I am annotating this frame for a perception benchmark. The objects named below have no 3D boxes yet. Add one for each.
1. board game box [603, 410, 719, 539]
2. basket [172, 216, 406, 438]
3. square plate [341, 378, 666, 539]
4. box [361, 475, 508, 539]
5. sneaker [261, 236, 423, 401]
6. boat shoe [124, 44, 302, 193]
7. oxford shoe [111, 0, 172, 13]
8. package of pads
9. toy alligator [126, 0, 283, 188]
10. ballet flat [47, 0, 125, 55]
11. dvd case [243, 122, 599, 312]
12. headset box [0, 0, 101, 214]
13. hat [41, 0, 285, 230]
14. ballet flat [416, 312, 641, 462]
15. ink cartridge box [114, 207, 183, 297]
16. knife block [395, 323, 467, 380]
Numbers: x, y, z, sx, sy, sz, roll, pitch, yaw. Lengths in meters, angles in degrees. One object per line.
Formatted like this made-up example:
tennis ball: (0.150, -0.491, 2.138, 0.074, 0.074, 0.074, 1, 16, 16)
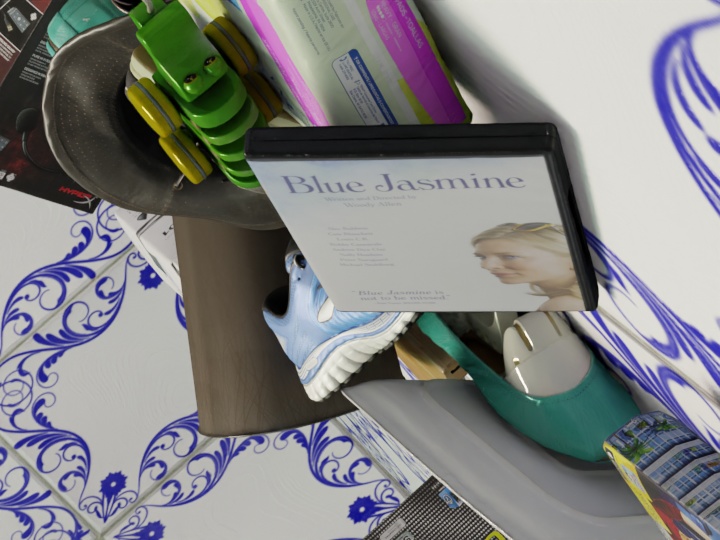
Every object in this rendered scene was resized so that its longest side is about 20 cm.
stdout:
board game box: (0.234, 0.169, 0.988, 0.200, 0.062, 0.200, 53, 171, -33)
basket: (-0.058, -0.008, 1.324, 0.180, 0.136, 0.201, -30, -71, -71)
square plate: (0.117, 0.117, 1.213, 0.200, 0.029, 0.198, 5, -154, -48)
box: (0.108, 0.199, 1.396, 0.160, 0.200, 0.044, 47, 175, 23)
sneaker: (0.000, 0.000, 1.173, 0.089, 0.079, 0.200, 47, 135, 0)
boat shoe: (-0.051, -0.073, 1.097, 0.201, 0.066, 0.072, 9, -151, -47)
oxford shoe: (-0.140, -0.204, 1.259, 0.071, 0.073, 0.200, 52, 173, -22)
package of pads: (-0.040, -0.142, 0.983, 0.200, 0.068, 0.155, 44, 171, 42)
toy alligator: (-0.076, -0.090, 0.951, 0.054, 0.059, 0.200, 45, 171, 34)
ballet flat: (-0.123, -0.149, 1.367, 0.200, 0.070, 0.067, 16, -152, -51)
dvd case: (0.036, -0.021, 0.978, 0.142, 0.018, 0.200, 0, 158, 13)
headset box: (-0.205, -0.154, 1.416, 0.077, 0.200, 0.149, 42, -166, 34)
hat: (-0.087, -0.114, 1.204, 0.201, 0.200, 0.081, 55, -154, -44)
ballet flat: (0.092, 0.044, 1.215, 0.200, 0.067, 0.071, 39, 155, 46)
ink cartridge box: (-0.100, -0.042, 1.624, 0.086, 0.146, 0.200, 53, 172, -20)
knife block: (0.019, -0.001, 1.424, 0.176, 0.064, 0.200, 48, 174, -2)
